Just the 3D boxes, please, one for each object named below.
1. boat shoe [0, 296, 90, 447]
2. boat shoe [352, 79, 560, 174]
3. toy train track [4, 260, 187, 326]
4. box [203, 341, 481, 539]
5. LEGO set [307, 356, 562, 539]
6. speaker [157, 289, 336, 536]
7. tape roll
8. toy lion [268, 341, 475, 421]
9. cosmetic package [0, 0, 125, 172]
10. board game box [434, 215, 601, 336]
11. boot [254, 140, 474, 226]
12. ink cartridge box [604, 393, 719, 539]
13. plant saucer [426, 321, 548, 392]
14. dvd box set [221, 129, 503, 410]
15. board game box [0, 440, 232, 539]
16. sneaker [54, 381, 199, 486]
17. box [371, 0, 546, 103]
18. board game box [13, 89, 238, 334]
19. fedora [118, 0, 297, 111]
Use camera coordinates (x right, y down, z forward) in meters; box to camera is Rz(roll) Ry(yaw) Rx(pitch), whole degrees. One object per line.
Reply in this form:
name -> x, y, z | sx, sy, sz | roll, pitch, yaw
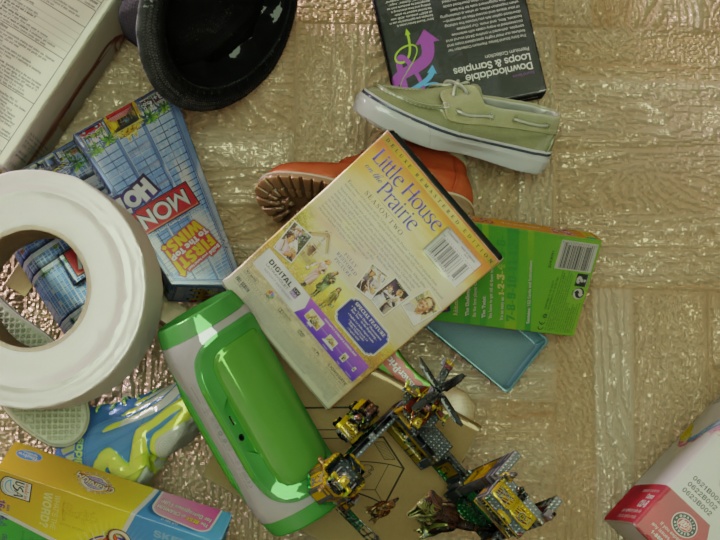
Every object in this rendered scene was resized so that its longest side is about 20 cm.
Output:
boat shoe -> -0.310, 0.081, 1.304 | 0.075, 0.062, 0.200 | -42, 71, -12
boat shoe -> 0.089, -0.142, 1.320 | 0.199, 0.072, 0.062 | 12, 109, -24
toy train track -> -0.253, -0.003, 1.346 | 0.200, 0.033, 0.115 | 31, 72, -2
box -> -0.018, 0.159, 1.281 | 0.199, 0.021, 0.164 | 29, 99, 6
LEGO set -> 0.064, 0.181, 1.174 | 0.154, 0.116, 0.200 | -33, 87, -30
speaker -> -0.092, 0.121, 1.227 | 0.088, 0.088, 0.201 | -29, 97, -4
tape roll -> -0.273, 0.018, 1.232 | 0.201, 0.071, 0.203 | 0, 85, 4
toy lion -> -0.023, 0.119, 1.317 | 0.192, 0.069, 0.200 | -42, 84, 2
cosmetic package -> -0.303, -0.193, 1.343 | 0.103, 0.087, 0.200 | 33, 84, 7
board game box -> 0.113, 0.002, 1.292 | 0.199, 0.030, 0.096 | 6, 109, -24
boot -> 0.006, -0.080, 1.332 | 0.199, 0.075, 0.108 | 7, 47, -1
ink cartridge box -> 0.340, 0.195, 1.259 | 0.145, 0.145, 0.200 | 43, 83, 6
plant saucer -> 0.076, 0.028, 1.339 | 0.200, 0.019, 0.070 | 40, 66, 5
dvd box set -> 0.000, 0.000, 1.231 | 0.200, 0.029, 0.146 | -42, 87, 14
board game box -> -0.223, 0.247, 1.262 | 0.199, 0.040, 0.154 | 17, 121, 3
sneaker -> -0.209, 0.138, 1.294 | 0.105, 0.076, 0.200 | 39, 94, 10
box -> 0.085, -0.246, 1.378 | 0.142, 0.036, 0.201 | -11, 81, -1
board game box -> -0.205, -0.034, 1.315 | 0.200, 0.062, 0.200 | -33, 84, -18
fedora -> -0.150, -0.244, 1.331 | 0.091, 0.200, 0.201 | 21, 81, 37
